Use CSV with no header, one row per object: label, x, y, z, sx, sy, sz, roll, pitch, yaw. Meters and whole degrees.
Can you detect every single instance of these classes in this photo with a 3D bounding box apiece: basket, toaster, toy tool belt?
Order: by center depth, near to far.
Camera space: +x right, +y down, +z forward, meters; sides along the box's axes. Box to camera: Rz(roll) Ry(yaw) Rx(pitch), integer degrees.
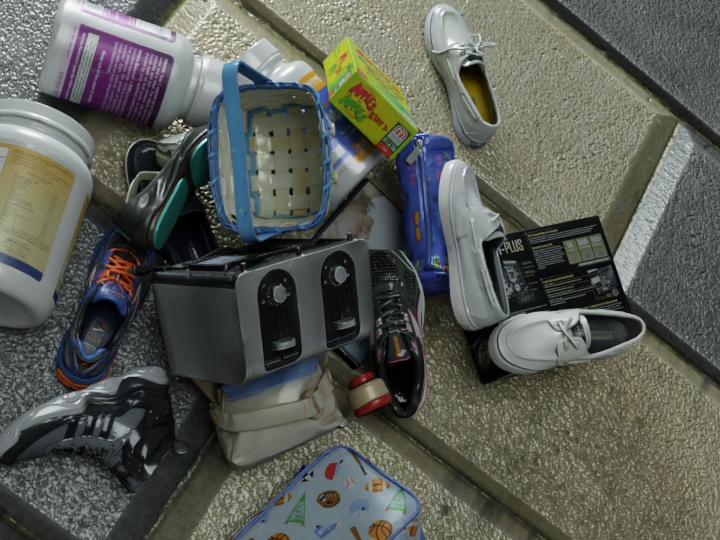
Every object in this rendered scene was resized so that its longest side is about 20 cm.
toaster,-0.109,0.034,1.168,0.179,0.198,0.121,-16,102,-41
basket,-0.099,-0.124,1.188,0.136,0.200,0.180,-3,94,17
toy tool belt,-0.075,0.126,1.223,0.197,0.125,0.125,-22,80,-15

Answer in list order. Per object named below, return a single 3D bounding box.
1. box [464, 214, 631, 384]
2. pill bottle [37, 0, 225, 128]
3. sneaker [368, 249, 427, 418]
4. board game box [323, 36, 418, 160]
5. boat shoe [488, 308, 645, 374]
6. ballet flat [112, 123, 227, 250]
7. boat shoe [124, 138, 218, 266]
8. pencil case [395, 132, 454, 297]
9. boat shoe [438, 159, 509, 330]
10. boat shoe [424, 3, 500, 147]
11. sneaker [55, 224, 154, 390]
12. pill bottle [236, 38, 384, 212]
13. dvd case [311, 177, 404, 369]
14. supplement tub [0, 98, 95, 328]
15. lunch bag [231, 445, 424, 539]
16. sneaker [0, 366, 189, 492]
box,0.226,0.035,1.408,0.197,0.086,0.167,-12,78,-26
pill bottle,-0.258,-0.228,1.279,0.197,0.112,0.114,17,66,-17
sneaker,0.043,0.073,1.275,0.079,0.086,0.204,-14,96,2
board game box,0.009,-0.210,1.341,0.101,0.201,0.048,42,104,-18
boat shoe,0.246,0.079,1.314,0.196,0.066,0.073,1,72,-23
ballet flat,-0.205,-0.107,1.226,0.067,0.069,0.201,21,49,13
boat shoe,-0.208,-0.064,1.271,0.074,0.062,0.203,-20,79,-26
pencil case,0.080,-0.072,1.362,0.076,0.087,0.204,-6,72,11
boat shoe,0.136,-0.035,1.299,0.072,0.068,0.204,25,58,-53
boat shoe,0.143,-0.272,1.481,0.073,0.086,0.206,-6,75,-25
sneaker,-0.264,0.029,1.203,0.074,0.078,0.203,20,65,-16
pill bottle,-0.072,-0.176,1.340,0.200,0.112,0.112,46,61,-3
dvd case,0.000,0.000,1.362,0.143,0.018,0.201,43,61,-5
supplement tub,-0.360,-0.059,1.156,0.142,0.144,0.203,20,65,-16
lunch bag,-0.035,0.284,1.187,0.159,0.077,0.199,28,52,35
sneaker,-0.270,0.180,1.147,0.198,0.075,0.115,-21,78,-30
